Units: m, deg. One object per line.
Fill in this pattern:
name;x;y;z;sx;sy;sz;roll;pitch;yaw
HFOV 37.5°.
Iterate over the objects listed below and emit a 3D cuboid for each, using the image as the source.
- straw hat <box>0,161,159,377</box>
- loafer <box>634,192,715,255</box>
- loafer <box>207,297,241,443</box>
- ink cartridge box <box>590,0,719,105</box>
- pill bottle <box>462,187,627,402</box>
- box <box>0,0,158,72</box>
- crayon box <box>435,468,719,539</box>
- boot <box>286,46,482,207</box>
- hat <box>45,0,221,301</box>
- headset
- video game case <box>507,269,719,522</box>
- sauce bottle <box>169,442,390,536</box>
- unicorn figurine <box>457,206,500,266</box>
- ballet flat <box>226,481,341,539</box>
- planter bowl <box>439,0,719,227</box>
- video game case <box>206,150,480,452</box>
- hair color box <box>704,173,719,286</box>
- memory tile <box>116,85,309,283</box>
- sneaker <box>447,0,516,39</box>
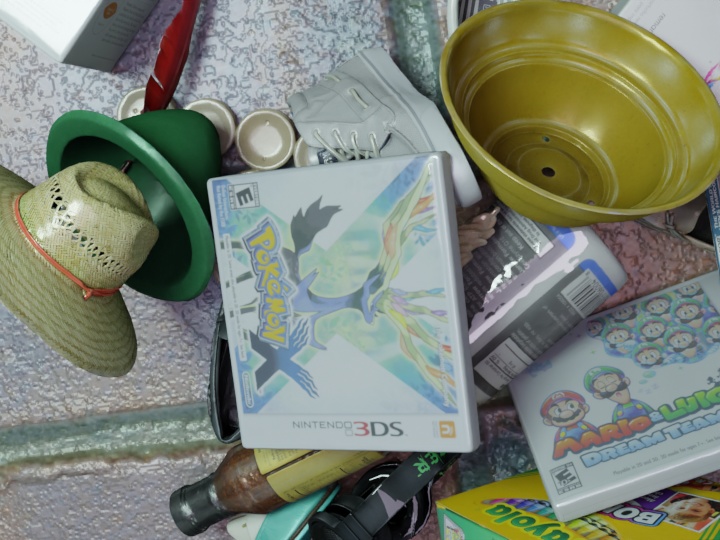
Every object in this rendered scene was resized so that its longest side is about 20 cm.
straw hat;-0.191;-0.028;0.742;0.085;0.201;0.201;-36;94;9
loafer;0.276;-0.046;0.827;0.200;0.063;0.072;29;99;-1
loafer;-0.079;0.043;0.838;0.068;0.070;0.201;14;105;0
ink cartridge box;0.285;-0.153;0.810;0.200;0.067;0.116;37;98;-3
pill bottle;0.095;0.029;0.821;0.200;0.114;0.114;-41;94;7
box;-0.187;-0.260;0.791;0.097;0.124;0.200;37;97;-2
crayon box;0.181;0.194;0.764;0.172;0.200;0.058;-10;99;-28
boot;0.010;-0.090;0.777;0.095;0.200;0.074;-29;128;-2
hat;-0.131;-0.101;0.843;0.166;0.176;0.200;33;142;11
headset;0.017;0.212;0.849;0.094;0.123;0.200;47;123;12
video game case;0.216;0.086;0.794;0.200;0.182;0.024;-21;123;6
sauce bottle;-0.063;0.153;0.847;0.200;0.066;0.066;-27;95;16
unicorn figurine;0.000;0.000;0.789;0.074;0.137;0.200;44;139;-21
ballet flat;-0.092;0.245;0.885;0.070;0.067;0.200;30;96;13
planter bowl;0.142;-0.091;0.738;0.200;0.201;0.084;18;141;0
video game case;-0.015;0.026;0.733;0.182;0.022;0.200;-4;96;26
hair color box;0.342;-0.040;0.766;0.200;0.060;0.100;-4;81;-31
memory tile;-0.113;-0.062;0.869;0.200;0.017;0.154;13;98;2
sneaker;0.105;-0.248;0.805;0.073;0.071;0.200;3;98;2
